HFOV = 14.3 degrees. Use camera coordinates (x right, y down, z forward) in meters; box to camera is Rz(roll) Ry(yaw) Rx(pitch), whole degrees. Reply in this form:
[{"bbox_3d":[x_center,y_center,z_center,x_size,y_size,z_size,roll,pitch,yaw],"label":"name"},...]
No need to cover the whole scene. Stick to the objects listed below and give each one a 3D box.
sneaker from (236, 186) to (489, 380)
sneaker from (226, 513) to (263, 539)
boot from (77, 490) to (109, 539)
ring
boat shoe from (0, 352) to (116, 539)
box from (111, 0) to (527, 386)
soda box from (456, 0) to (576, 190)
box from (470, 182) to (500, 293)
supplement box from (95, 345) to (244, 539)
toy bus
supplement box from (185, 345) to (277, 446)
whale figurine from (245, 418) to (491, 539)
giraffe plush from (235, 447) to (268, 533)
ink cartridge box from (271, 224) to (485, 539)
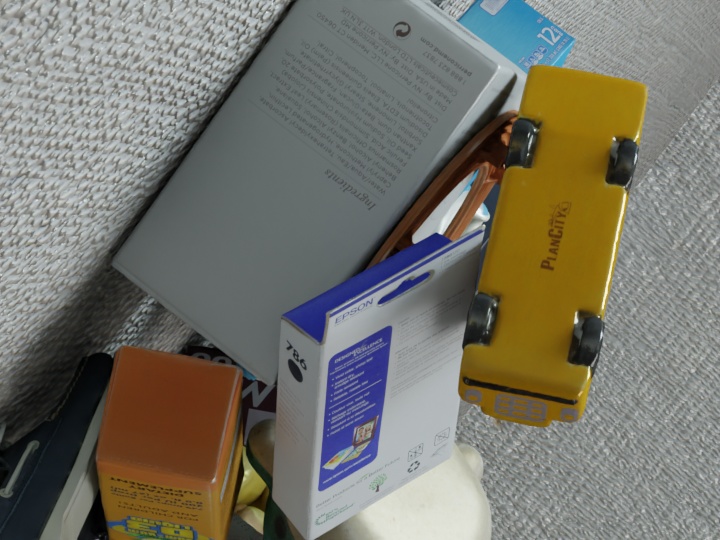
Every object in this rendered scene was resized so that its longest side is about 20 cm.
[{"bbox_3d":[0.000,0.000,1.735,0.200,0.081,0.077,-47,173,-29],"label":"sneaker"},{"bbox_3d":[-0.110,0.221,1.619,0.200,0.088,0.081,-65,162,5],"label":"sneaker"},{"bbox_3d":[-0.182,0.189,1.627,0.165,0.066,0.200,-52,163,-9],"label":"boot"},{"bbox_3d":[0.030,0.000,1.516,0.201,0.019,0.200,-52,172,-11],"label":"ring"},{"bbox_3d":[-0.170,0.117,1.482,0.075,0.062,0.200,96,9,-52],"label":"boat shoe"},{"bbox_3d":[-0.015,-0.052,1.489,0.200,0.106,0.152,-53,172,6],"label":"box"},{"bbox_3d":[0.042,-0.078,1.691,0.200,0.064,0.068,-47,170,-31],"label":"soda box"},{"bbox_3d":[0.049,-0.038,1.900,0.200,0.104,0.182,-53,173,2],"label":"box"},{"bbox_3d":[-0.099,0.102,1.506,0.200,0.066,0.069,94,6,-73],"label":"supplement box"},{"bbox_3d":[0.095,-0.010,1.414,0.078,0.065,0.200,95,8,-56],"label":"toy bus"},{"bbox_3d":[-0.030,0.089,1.839,0.200,0.109,0.061,11,88,-70],"label":"supplement box"},{"bbox_3d":[-0.006,0.112,1.619,0.159,0.200,0.104,7,144,-35],"label":"whale figurine"},{"bbox_3d":[-0.063,0.188,2.091,0.200,0.173,0.162,-21,164,-42],"label":"giraffe plush"},{"bbox_3d":[0.007,0.049,1.436,0.099,0.039,0.200,-28,150,-25],"label":"ink cartridge box"}]
